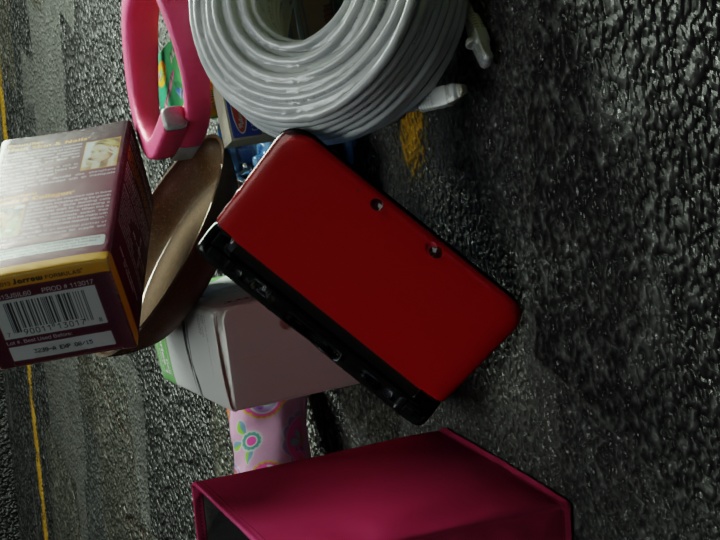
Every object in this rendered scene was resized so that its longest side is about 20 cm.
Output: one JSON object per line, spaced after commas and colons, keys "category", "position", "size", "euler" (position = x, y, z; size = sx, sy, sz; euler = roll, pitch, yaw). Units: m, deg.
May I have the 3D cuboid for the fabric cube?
{"category": "fabric cube", "position": [0.015, 0.240, 1.105], "size": [0.196, 0.199, 0.200], "euler": [-159, 62, -65]}

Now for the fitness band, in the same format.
{"category": "fitness band", "position": [-0.152, -0.162, 1.241], "size": [0.200, 0.037, 0.144], "euler": [143, 115, -72]}

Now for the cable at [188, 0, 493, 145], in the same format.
{"category": "cable", "position": [-0.025, -0.181, 1.076], "size": [0.200, 0.069, 0.200], "euler": [-22, 70, 28]}

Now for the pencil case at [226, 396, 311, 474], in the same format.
{"category": "pencil case", "position": [-0.074, 0.169, 1.426], "size": [0.087, 0.087, 0.200], "euler": [113, 153, -55]}

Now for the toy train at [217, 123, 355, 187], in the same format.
{"category": "toy train", "position": [-0.054, -0.069, 1.315], "size": [0.200, 0.087, 0.114], "euler": [-154, 50, -66]}

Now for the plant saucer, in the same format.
{"category": "plant saucer", "position": [-0.150, -0.014, 1.305], "size": [0.200, 0.037, 0.200], "euler": [-48, 24, 30]}

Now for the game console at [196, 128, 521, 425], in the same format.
{"category": "game console", "position": [0.000, 0.000, 1.136], "size": [0.200, 0.119, 0.172], "euler": [39, -174, -2]}

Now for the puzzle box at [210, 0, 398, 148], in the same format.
{"category": "puzzle box", "position": [-0.053, -0.195, 1.181], "size": [0.025, 0.133, 0.200], "euler": [154, 104, -72]}

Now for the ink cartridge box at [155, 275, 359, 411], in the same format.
{"category": "ink cartridge box", "position": [-0.075, 0.049, 1.326], "size": [0.200, 0.146, 0.084], "euler": [-168, 68, -68]}

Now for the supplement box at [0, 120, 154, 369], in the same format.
{"category": "supplement box", "position": [-0.227, -0.024, 1.262], "size": [0.200, 0.110, 0.086], "euler": [-93, -8, -54]}

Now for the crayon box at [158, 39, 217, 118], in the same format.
{"category": "crayon box", "position": [-0.083, -0.170, 1.290], "size": [0.200, 0.119, 0.058], "euler": [160, 100, -69]}
